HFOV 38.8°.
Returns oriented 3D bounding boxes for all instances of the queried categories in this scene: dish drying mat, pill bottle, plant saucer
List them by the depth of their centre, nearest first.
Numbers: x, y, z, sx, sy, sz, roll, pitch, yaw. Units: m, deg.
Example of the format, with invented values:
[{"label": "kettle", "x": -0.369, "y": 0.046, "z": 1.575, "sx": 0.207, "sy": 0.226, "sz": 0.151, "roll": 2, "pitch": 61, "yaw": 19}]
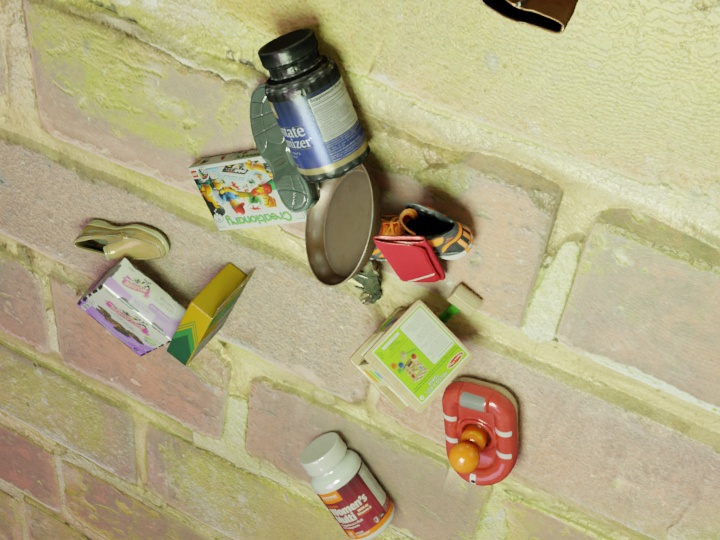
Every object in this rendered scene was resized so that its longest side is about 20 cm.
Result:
[{"label": "pill bottle", "x": -0.070, "y": -0.237, "z": 1.469, "sx": 0.112, "sy": 0.112, "sz": 0.200, "roll": -3, "pitch": 122, "yaw": 36}, {"label": "dish drying mat", "x": 0.076, "y": -0.015, "z": 1.509, "sx": 0.077, "sy": 0.018, "sz": 0.200, "roll": 2, "pitch": 165, "yaw": 14}, {"label": "plant saucer", "x": -0.023, "y": -0.073, "z": 1.552, "sx": 0.034, "sy": 0.201, "sz": 0.200, "roll": 7, "pitch": 148, "yaw": -30}, {"label": "pill bottle", "x": -0.027, "y": 0.419, "z": 1.981, "sx": 0.109, "sy": 0.110, "sz": 0.200, "roll": -18, "pitch": 113, "yaw": 42}]

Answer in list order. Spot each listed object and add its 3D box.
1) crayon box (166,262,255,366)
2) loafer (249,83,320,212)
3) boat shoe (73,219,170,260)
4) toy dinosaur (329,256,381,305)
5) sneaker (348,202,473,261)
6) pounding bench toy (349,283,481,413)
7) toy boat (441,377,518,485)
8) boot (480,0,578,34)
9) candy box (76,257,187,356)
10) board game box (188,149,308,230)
[{"label": "crayon box", "x": -0.272, "y": 0.072, "z": 1.850, "sx": 0.052, "sy": 0.126, "sz": 0.200, "roll": 38, "pitch": 136, "yaw": 1}, {"label": "loafer", "x": -0.114, "y": -0.188, "z": 1.570, "sx": 0.072, "sy": 0.063, "sz": 0.201, "roll": -15, "pitch": 95, "yaw": 29}, {"label": "boat shoe", "x": -0.449, "y": -0.044, "z": 1.911, "sx": 0.199, "sy": 0.076, "sz": 0.072, "roll": 6, "pitch": 126, "yaw": 29}, {"label": "toy dinosaur", "x": 0.000, "y": 0.000, "z": 1.636, "sx": 0.088, "sy": 0.047, "sz": 0.200, "roll": 39, "pitch": 168, "yaw": 10}, {"label": "sneaker", "x": 0.061, "y": -0.064, "z": 1.517, "sx": 0.199, "sy": 0.078, "sz": 0.112, "roll": -1, "pitch": 163, "yaw": 24}, {"label": "pounding bench toy", "x": 0.101, "y": 0.114, "z": 1.644, "sx": 0.124, "sy": 0.200, "sz": 0.156, "roll": 45, "pitch": 168, "yaw": -3}, {"label": "toy boat", "x": 0.189, "y": 0.287, "z": 1.709, "sx": 0.130, "sy": 0.131, "sz": 0.200, "roll": 12, "pitch": 130, "yaw": 26}, {"label": "boot", "x": 0.250, "y": -0.316, "z": 1.120, "sx": 0.188, "sy": 0.200, "sz": 0.069, "roll": 29, "pitch": 136, "yaw": 11}, {"label": "candy box", "x": -0.435, "y": 0.074, "z": 1.958, "sx": 0.168, "sy": 0.072, "sz": 0.200, "roll": 42, "pitch": 151, "yaw": -14}, {"label": "board game box", "x": -0.179, "y": -0.133, "z": 1.684, "sx": 0.200, "sy": 0.035, "sz": 0.127, "roll": -4, "pitch": 122, "yaw": 36}]
